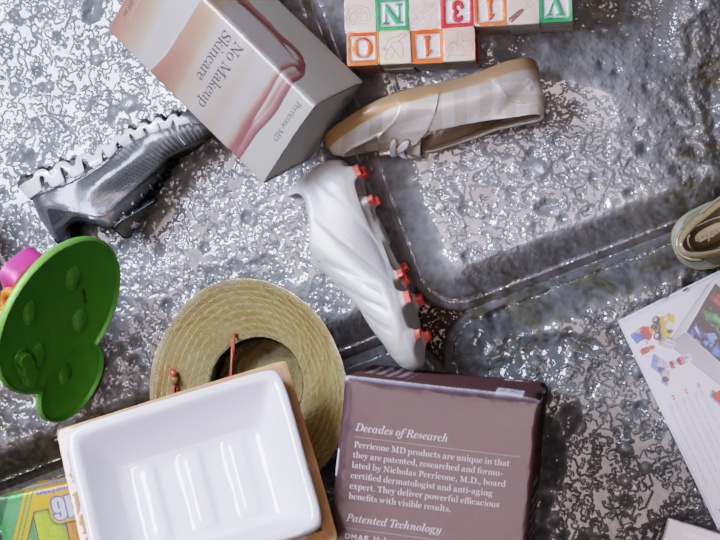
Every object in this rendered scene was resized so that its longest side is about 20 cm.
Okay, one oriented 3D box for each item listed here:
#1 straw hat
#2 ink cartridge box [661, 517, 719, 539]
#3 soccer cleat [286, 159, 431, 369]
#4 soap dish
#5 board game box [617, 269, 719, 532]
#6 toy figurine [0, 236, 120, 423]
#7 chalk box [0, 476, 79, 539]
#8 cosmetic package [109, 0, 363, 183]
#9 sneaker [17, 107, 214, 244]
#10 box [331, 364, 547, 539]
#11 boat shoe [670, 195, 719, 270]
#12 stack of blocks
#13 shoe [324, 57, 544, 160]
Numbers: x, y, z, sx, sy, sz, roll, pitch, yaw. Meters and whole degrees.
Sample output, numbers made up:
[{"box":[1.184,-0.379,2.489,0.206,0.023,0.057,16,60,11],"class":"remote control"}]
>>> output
[{"box":[-0.083,0.098,1.442,0.199,0.085,0.204,3,97,25],"class":"straw hat"},{"box":[0.331,0.322,1.404,0.198,0.044,0.175,17,92,8],"class":"ink cartridge box"},{"box":[0.000,0.000,1.443,0.077,0.069,0.202,-25,80,12],"class":"soccer cleat"},{"box":[-0.132,0.178,1.326,0.198,0.081,0.159,-17,68,-4],"class":"soap dish"},{"box":[0.321,0.106,1.409,0.125,0.035,0.202,-26,87,8],"class":"board game box"},{"box":[-0.328,0.019,1.466,0.183,0.201,0.150,29,53,26],"class":"toy figurine"},{"box":[-0.227,0.278,1.442,0.123,0.124,0.202,-14,88,8],"class":"chalk box"},{"box":[-0.110,-0.186,1.423,0.200,0.087,0.104,43,125,10],"class":"cosmetic package"},{"box":[-0.206,-0.080,1.472,0.198,0.066,0.091,-22,90,11],"class":"sneaker"},{"box":[0.067,0.191,1.379,0.162,0.166,0.202,5,90,9],"class":"box"},{"box":[0.357,-0.062,1.390,0.199,0.063,0.074,-25,87,7],"class":"boat shoe"},{"box":[0.087,-0.237,1.431,0.198,0.059,0.117,-2,90,8],"class":"stack of blocks"},{"box":[0.066,-0.131,1.428,0.198,0.070,0.054,-18,79,5],"class":"shoe"}]
